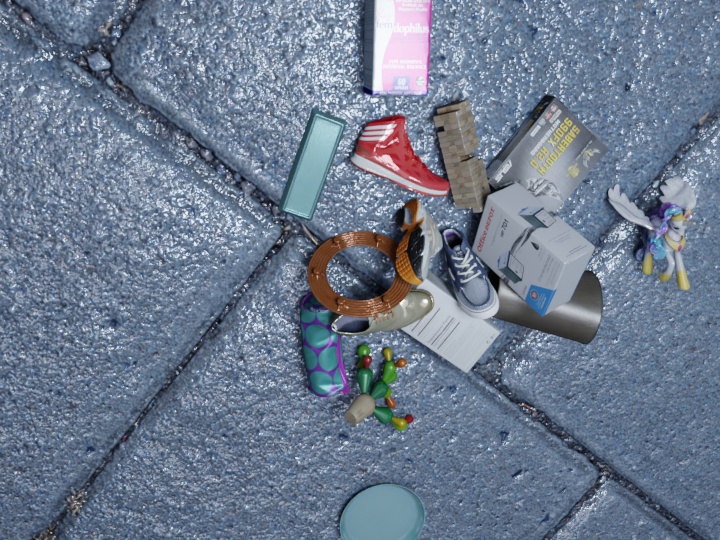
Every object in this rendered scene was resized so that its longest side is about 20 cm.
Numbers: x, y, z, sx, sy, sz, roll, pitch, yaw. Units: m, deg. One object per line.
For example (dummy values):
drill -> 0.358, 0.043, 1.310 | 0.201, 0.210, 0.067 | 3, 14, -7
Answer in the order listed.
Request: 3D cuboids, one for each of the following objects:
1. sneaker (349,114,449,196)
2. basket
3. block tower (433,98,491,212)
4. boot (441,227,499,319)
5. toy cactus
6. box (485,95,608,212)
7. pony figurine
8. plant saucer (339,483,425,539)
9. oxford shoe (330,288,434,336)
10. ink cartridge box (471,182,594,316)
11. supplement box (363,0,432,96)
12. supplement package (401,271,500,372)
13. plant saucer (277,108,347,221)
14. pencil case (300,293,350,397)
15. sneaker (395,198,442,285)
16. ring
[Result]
sneaker -> 0.090, -0.216, 1.254 | 0.198, 0.078, 0.116 | 17, 107, -17
basket -> 0.357, 0.055, 1.359 | 0.198, 0.181, 0.137 | 10, 118, -4
block tower -> 0.192, -0.210, 1.269 | 0.054, 0.057, 0.202 | -33, 112, -42
boot -> 0.197, 0.003, 1.278 | 0.072, 0.201, 0.091 | -25, 124, 2
toy cactus -> 0.036, 0.256, 1.376 | 0.165, 0.102, 0.202 | -36, 112, -44
box -> 0.356, -0.209, 1.318 | 0.158, 0.048, 0.200 | 36, 100, -19
pony figurine -> 0.598, -0.085, 1.349 | 0.165, 0.194, 0.201 | -15, 131, -1
plant saucer -> 0.049, 0.566, 1.550 | 0.198, 0.027, 0.202 | -3, 109, -9
oxford shoe -> 0.040, 0.085, 1.246 | 0.198, 0.074, 0.071 | -18, 93, 8
ink cartridge box -> 0.312, -0.040, 1.253 | 0.085, 0.200, 0.147 | -25, 145, -27
supplement box -> 0.062, -0.406, 1.168 | 0.100, 0.103, 0.202 | -2, 108, -8
supplement package -> 0.158, 0.090, 1.354 | 0.199, 0.114, 0.110 | 35, 102, -17
plant saucer -> -0.089, -0.192, 1.261 | 0.069, 0.019, 0.202 | 17, 105, -16
pencil case -> -0.069, 0.147, 1.347 | 0.092, 0.085, 0.202 | 7, 114, 25
sneaker -> 0.120, -0.044, 1.264 | 0.092, 0.201, 0.075 | 35, 130, -28
ring -> 0.000, 0.000, 1.258 | 0.198, 0.202, 0.019 | -8, 142, -7
